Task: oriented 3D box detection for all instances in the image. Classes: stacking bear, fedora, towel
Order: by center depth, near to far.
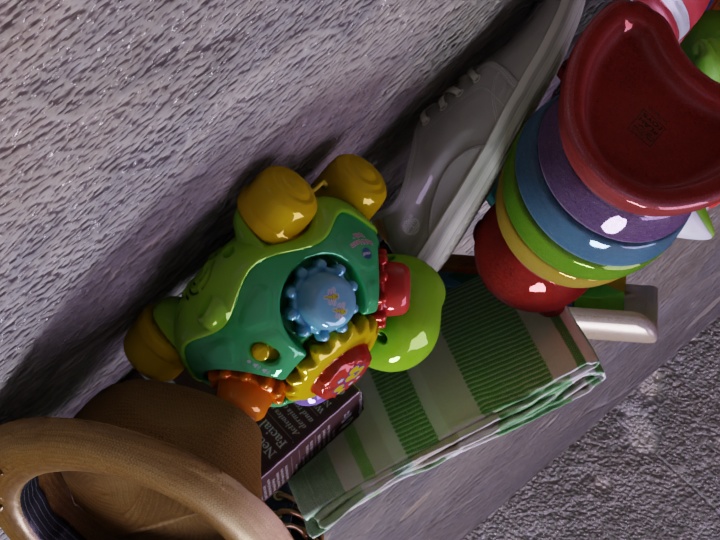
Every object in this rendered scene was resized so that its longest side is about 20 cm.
[{"bbox_3d":[-0.109,0.114,1.306,0.082,0.200,0.201,-64,-178,-33],"label":"fedora"},{"bbox_3d":[0.126,-0.041,1.393,0.114,0.121,0.200,-47,177,-31],"label":"stacking bear"},{"bbox_3d":[0.040,0.071,1.491,0.199,0.023,0.153,-29,-148,3],"label":"towel"}]

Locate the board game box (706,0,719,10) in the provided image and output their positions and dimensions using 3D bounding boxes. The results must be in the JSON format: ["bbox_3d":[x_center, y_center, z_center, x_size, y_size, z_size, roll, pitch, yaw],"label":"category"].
[{"bbox_3d":[0.232,-0.133,1.730,0.200,0.045,0.152,-53,175,-30],"label":"board game box"}]

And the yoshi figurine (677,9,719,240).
[{"bbox_3d":[0.194,-0.097,1.546,0.200,0.112,0.113,-33,131,-33],"label":"yoshi figurine"}]

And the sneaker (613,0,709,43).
[{"bbox_3d":[0.211,-0.188,1.509,0.113,0.071,0.200,-50,160,15],"label":"sneaker"}]

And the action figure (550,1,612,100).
[{"bbox_3d":[0.151,-0.129,1.509,0.065,0.052,0.200,-47,-175,42],"label":"action figure"}]

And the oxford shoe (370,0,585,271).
[{"bbox_3d":[0.069,-0.090,1.424,0.201,0.058,0.075,-58,173,6],"label":"oxford shoe"}]

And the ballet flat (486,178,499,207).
[{"bbox_3d":[0.104,-0.056,1.611,0.067,0.070,0.200,-53,160,-6],"label":"ballet flat"}]

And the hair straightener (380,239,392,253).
[{"bbox_3d":[0.000,0.000,1.585,0.200,0.041,0.077,-44,-179,-22],"label":"hair straightener"}]

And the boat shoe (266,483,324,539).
[{"bbox_3d":[-0.048,0.176,1.624,0.091,0.071,0.201,-1,-123,62],"label":"boat shoe"}]

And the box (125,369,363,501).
[{"bbox_3d":[-0.104,0.106,1.433,0.200,0.100,0.075,-42,169,-10],"label":"box"}]

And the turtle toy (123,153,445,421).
[{"bbox_3d":[-0.025,0.019,1.344,0.146,0.101,0.200,-49,162,27],"label":"turtle toy"}]

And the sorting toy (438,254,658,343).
[{"bbox_3d":[0.108,0.016,1.651,0.200,0.184,0.037,-38,131,-81],"label":"sorting toy"}]
